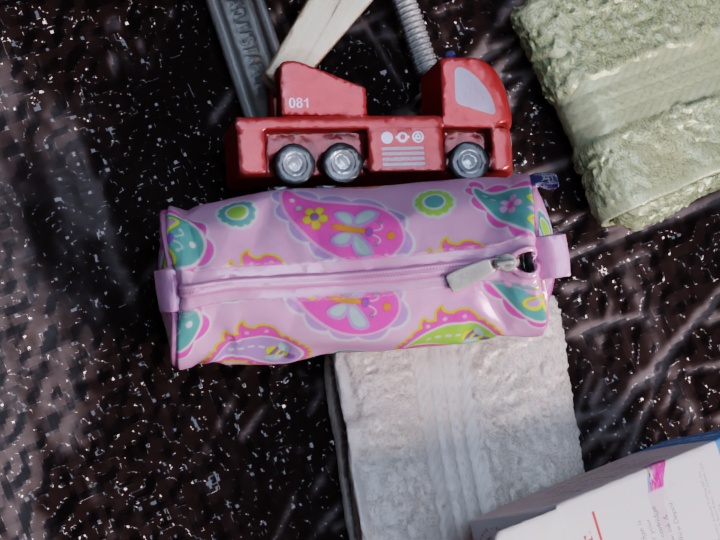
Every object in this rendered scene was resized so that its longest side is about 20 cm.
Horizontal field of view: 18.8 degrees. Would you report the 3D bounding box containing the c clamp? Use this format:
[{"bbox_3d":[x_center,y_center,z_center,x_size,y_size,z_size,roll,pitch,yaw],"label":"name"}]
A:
[{"bbox_3d":[0.000,-0.146,1.154,0.170,0.027,0.201,-10,83,-20],"label":"c clamp"}]

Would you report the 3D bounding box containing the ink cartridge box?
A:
[{"bbox_3d":[0.129,0.158,1.078,0.200,0.068,0.116,-15,89,-40],"label":"ink cartridge box"}]

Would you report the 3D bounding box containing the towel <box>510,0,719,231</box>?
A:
[{"bbox_3d":[0.190,-0.117,1.210,0.199,0.036,0.149,-22,86,-22],"label":"towel"}]

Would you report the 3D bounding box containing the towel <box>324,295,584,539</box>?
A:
[{"bbox_3d":[0.055,0.108,1.117,0.132,0.034,0.201,-7,81,-20],"label":"towel"}]

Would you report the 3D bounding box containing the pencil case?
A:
[{"bbox_3d":[0.000,0.000,1.066,0.199,0.087,0.088,-4,79,-1],"label":"pencil case"}]

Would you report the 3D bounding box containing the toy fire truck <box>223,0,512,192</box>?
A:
[{"bbox_3d":[-0.023,-0.109,1.106,0.199,0.049,0.142,-2,82,-12],"label":"toy fire truck"}]
